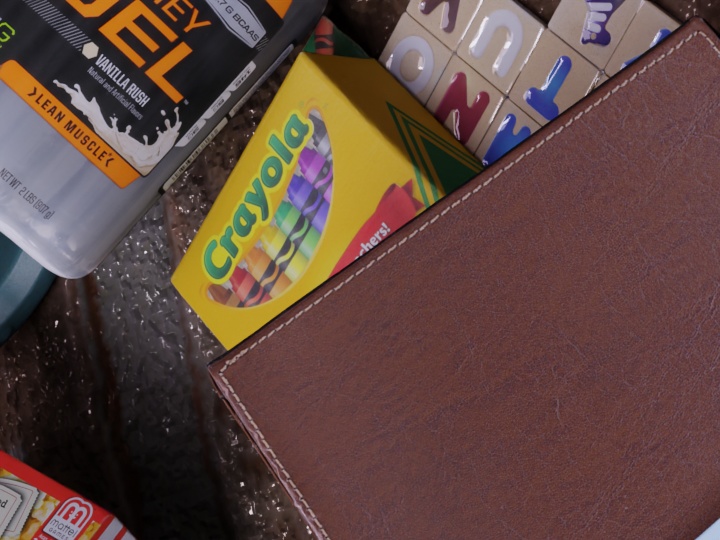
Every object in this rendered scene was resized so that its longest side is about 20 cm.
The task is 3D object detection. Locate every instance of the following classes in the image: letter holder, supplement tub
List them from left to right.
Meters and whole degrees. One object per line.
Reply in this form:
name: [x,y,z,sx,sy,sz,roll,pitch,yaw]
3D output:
supplement tub: [-0.098,-0.106,0.815,0.200,0.123,0.122,-49,57,-2]
letter holder: [0.077,0.040,0.657,0.200,0.101,0.142,-36,73,1]

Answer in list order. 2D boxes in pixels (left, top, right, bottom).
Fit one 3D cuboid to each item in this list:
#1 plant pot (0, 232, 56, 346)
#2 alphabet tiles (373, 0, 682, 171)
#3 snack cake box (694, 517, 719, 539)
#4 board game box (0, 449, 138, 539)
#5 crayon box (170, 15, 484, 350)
plant pot: [-0.248,-0.045,0.950,0.188,0.200,0.200,33,113,19]
alphabet tiles: [0.074,-0.037,0.781,0.200,0.008,0.167,44,118,31]
snack cake box: [0.132,0.119,0.604,0.200,0.115,0.067,-48,62,32]
board game box: [-0.157,0.130,0.894,0.200,0.152,0.046,21,65,38]
crayon box: [0.000,0.000,0.808,0.200,0.051,0.127,47,119,30]
